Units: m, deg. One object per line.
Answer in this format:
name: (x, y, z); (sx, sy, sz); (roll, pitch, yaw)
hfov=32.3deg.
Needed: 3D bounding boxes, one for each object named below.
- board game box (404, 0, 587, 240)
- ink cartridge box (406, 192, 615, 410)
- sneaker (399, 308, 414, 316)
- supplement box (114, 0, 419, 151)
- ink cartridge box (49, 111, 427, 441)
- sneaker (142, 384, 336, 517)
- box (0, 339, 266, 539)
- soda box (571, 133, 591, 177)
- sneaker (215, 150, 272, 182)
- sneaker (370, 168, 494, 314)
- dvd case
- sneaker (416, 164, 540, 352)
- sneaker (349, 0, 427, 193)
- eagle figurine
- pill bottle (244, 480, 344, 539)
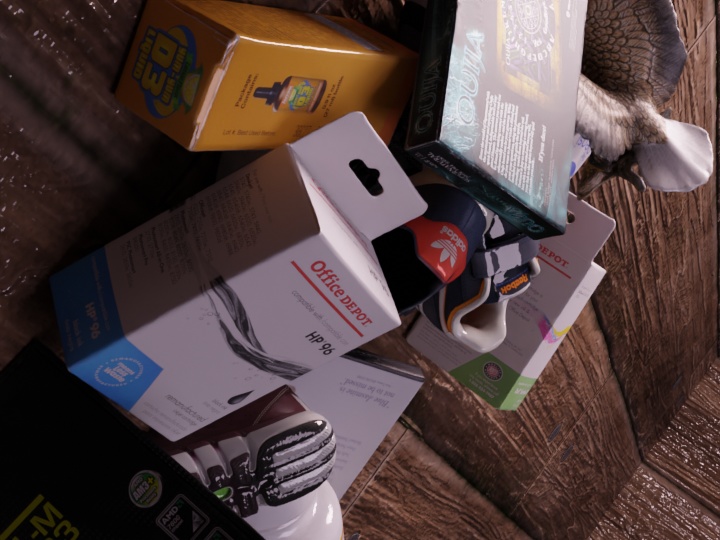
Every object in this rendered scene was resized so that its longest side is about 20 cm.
board game box: (0.091, -0.138, 0.786); (0.135, 0.028, 0.202); (29, 61, -40)
ink cartridge box: (0.147, 0.016, 1.163); (0.201, 0.117, 0.067); (-57, 157, 6)
sneaker: (0.067, -0.051, 0.972); (0.200, 0.080, 0.078); (-39, 162, -25)
supplement box: (-0.045, -0.110, 0.706); (0.199, 0.069, 0.067); (-11, 131, -60)
ink cartridge box: (-0.057, 0.008, 0.701); (0.199, 0.068, 0.116); (-28, 145, 10)
sneaker: (-0.123, 0.118, 0.793); (0.198, 0.116, 0.076); (-15, 124, -20)
box: (-0.176, 0.168, 0.663); (0.200, 0.193, 0.048); (-47, 157, -16)
soda box: (0.140, -0.091, 1.073); (0.200, 0.068, 0.064); (-51, 156, -12)
sneaker: (-0.058, 0.002, 0.797); (0.073, 0.084, 0.201); (-43, 156, -44)
sneaker: (0.000, 0.000, 0.824); (0.200, 0.075, 0.085); (-30, -155, 49)
dvd case: (-0.059, 0.135, 0.940); (0.142, 0.018, 0.201); (19, 116, -32)
sneaker: (0.088, -0.031, 0.856); (0.078, 0.079, 0.201); (-24, 139, -28)
sneaker: (0.035, -0.098, 0.857); (0.114, 0.075, 0.201); (-46, 154, -19)
eagle figurine: (0.178, -0.147, 0.958); (0.150, 0.153, 0.201); (-16, 136, 12)
pill bottle: (-0.065, 0.209, 0.907); (0.111, 0.111, 0.201); (-37, 138, -35)
